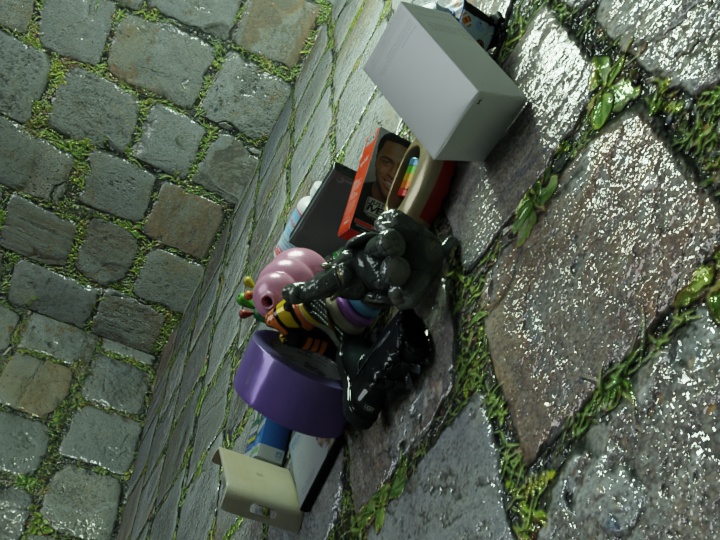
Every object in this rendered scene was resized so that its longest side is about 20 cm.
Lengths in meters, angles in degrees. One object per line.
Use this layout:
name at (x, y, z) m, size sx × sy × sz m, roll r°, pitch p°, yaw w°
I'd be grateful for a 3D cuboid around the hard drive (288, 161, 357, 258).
hard drive at (-0.035, -0.102, 1.466) m, size 0.201 × 0.138 × 0.033 m, roll -54°, pitch 21°, yaw 37°

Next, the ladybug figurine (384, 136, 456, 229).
ladybug figurine at (0.100, -0.137, 1.224) m, size 0.203 × 0.071 × 0.136 m, roll -68°, pitch 17°, yaw 2°

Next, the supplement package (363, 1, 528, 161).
supplement package at (0.118, -0.268, 1.102) m, size 0.201 × 0.120 × 0.120 m, roll 56°, pitch 129°, yaw 27°

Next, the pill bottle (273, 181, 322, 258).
pill bottle at (-0.111, -0.094, 1.732) m, size 0.202 × 0.107 × 0.109 m, roll -61°, pitch 19°, yaw 23°

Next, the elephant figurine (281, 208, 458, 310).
elephant figurine at (0.011, -0.002, 1.101) m, size 0.198 × 0.154 × 0.144 m, roll -22°, pitch 41°, yaw 45°

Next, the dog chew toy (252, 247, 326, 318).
dog chew toy at (-0.121, 0.032, 1.301) m, size 0.126 × 0.123 × 0.200 m, roll -62°, pitch -8°, yaw 17°

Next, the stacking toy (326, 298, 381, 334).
stacking toy at (0.039, 0.014, 1.200) m, size 0.199 × 0.085 × 0.086 m, roll -39°, pitch 30°, yaw 27°

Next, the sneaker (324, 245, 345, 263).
sneaker at (0.000, 0.000, 1.351) m, size 0.085 × 0.078 × 0.200 m, roll -38°, pitch 33°, yaw 1°

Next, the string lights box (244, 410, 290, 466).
string lights box at (-0.174, 0.294, 1.543) m, size 0.103 × 0.058 × 0.203 m, roll -43°, pitch 30°, yaw 55°

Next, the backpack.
backpack at (0.127, -0.345, 1.285) m, size 0.199 × 0.151 × 0.195 m, roll -165°, pitch 87°, yaw -69°

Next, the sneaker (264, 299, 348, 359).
sneaker at (-0.083, 0.098, 1.238) m, size 0.089 × 0.200 × 0.071 m, roll -22°, pitch 56°, yaw 11°

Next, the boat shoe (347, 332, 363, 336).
boat shoe at (-0.050, 0.084, 1.402) m, size 0.071 × 0.070 × 0.200 m, roll -59°, pitch 16°, yaw -9°

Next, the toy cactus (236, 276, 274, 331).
toy cactus at (-0.157, 0.089, 1.517) m, size 0.102 × 0.196 × 0.169 m, roll -54°, pitch -42°, yaw -70°

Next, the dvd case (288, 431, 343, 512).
dvd case at (-0.081, 0.299, 1.329) m, size 0.145 × 0.017 × 0.200 m, roll -65°, pitch 18°, yaw 13°

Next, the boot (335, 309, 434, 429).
boot at (0.033, 0.118, 1.126) m, size 0.164 × 0.072 × 0.200 m, roll -56°, pitch 20°, yaw 25°

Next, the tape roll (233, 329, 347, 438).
tape roll at (-0.098, 0.179, 1.226) m, size 0.086 × 0.197 × 0.200 m, roll -65°, pitch 18°, yaw 8°

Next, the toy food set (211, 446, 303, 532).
toy food set at (-0.186, 0.384, 1.335) m, size 0.061 × 0.141 × 0.200 m, roll -65°, pitch 18°, yaw 3°

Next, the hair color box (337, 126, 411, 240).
hair color box at (0.039, -0.140, 1.360) m, size 0.061 × 0.100 × 0.204 m, roll -27°, pitch 44°, yaw 64°
